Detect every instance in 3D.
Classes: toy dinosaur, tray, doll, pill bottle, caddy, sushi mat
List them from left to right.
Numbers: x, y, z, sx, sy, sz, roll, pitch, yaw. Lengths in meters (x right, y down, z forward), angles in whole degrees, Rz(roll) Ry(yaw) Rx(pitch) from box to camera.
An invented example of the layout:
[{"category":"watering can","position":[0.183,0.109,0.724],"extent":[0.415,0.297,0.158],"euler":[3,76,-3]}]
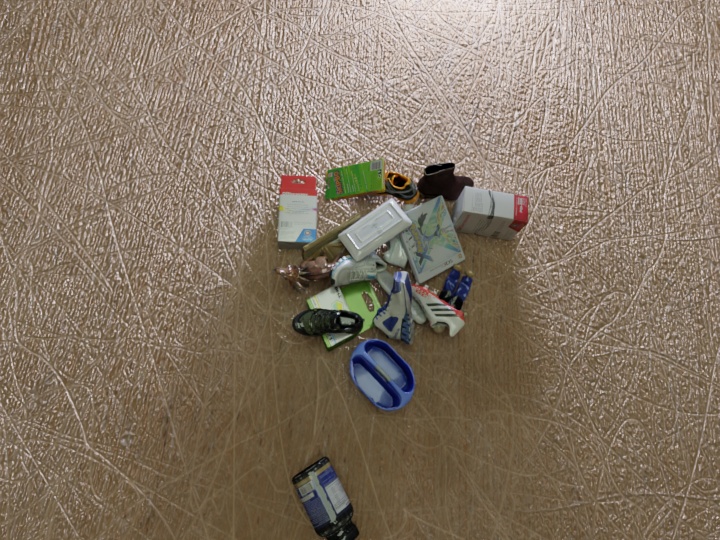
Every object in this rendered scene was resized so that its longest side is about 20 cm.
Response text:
[{"category":"toy dinosaur","position":[-0.127,0.002,1.505],"extent":[0.193,0.136,0.089],"euler":[-18,95,8]},{"category":"pill bottle","position":[-0.085,0.591,1.379],"extent":[0.109,0.112,0.205],"euler":[-26,78,-12]},{"category":"sushi mat","position":[-0.086,-0.095,1.580],"extent":[0.196,0.096,0.012],"euler":[-33,78,-13]},{"category":"tray","position":[0.040,-0.120,1.528],"extent":[0.197,0.022,0.108],"euler":[-34,64,-10]},{"category":"caddy","position":[0.056,0.284,1.481],"extent":[0.200,0.105,0.141],"euler":[43,74,8]},{"category":"doll","position":[0.256,0.087,1.586],"extent":[0.133,0.049,0.205],"euler":[25,78,6]}]

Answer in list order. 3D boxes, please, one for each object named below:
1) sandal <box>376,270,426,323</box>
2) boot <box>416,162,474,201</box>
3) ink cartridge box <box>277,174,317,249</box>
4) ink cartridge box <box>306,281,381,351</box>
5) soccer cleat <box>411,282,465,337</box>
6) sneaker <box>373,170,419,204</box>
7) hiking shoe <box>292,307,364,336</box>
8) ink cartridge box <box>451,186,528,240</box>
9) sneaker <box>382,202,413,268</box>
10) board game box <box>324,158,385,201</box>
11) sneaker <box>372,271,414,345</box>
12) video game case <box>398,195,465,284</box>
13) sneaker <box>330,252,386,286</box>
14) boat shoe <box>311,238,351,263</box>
[{"category":"sandal","position":[0.106,0.083,1.570],"extent":[0.203,0.082,0.050],"euler":[48,118,14]},{"category":"boot","position":[0.265,-0.268,1.625],"extent":[0.192,0.167,0.075],"euler":[-11,75,-8]},{"category":"ink cartridge box","position":[-0.184,-0.171,1.608],"extent":[0.111,0.067,0.208],"euler":[2,74,-5]},{"category":"ink cartridge box","position":[-0.037,0.111,1.538],"extent":[0.195,0.076,0.151],"euler":[-26,78,-10]},{"category":"soccer cleat","position":[0.202,0.109,1.532],"extent":[0.197,0.069,0.086],"euler":[33,79,24]},{"category":"sneaker","position":[0.086,-0.266,1.635],"extent":[0.194,0.078,0.080],"euler":[18,68,26]},{"category":"hiking shoe","position":[-0.085,0.128,1.437],"extent":[0.191,0.101,0.079],"euler":[-2,74,-6]},{"category":"ink cartridge box","position":[0.379,-0.168,1.618],"extent":[0.192,0.147,0.086],"euler":[9,72,-3]},{"category":"sneaker","position":[0.115,-0.114,1.619],"extent":[0.077,0.071,0.208],"euler":[11,74,1]},{"category":"board game box","position":[-0.017,-0.268,1.633],"extent":[0.193,0.030,0.100],"euler":[-5,72,23]},{"category":"sneaker","position":[0.085,0.110,1.499],"extent":[0.111,0.081,0.207],"euler":[1,113,16]},{"category":"video game case","position":[0.204,-0.092,1.599],"extent":[0.178,0.022,0.206],"euler":[-25,95,-24]},{"category":"sneaker","position":[0.000,0.000,1.519],"extent":[0.085,0.077,0.197],"euler":[32,41,31]},{"category":"boat shoe","position":[-0.055,-0.059,1.592],"extent":[0.195,0.069,0.073],"euler":[-26,97,8]}]
